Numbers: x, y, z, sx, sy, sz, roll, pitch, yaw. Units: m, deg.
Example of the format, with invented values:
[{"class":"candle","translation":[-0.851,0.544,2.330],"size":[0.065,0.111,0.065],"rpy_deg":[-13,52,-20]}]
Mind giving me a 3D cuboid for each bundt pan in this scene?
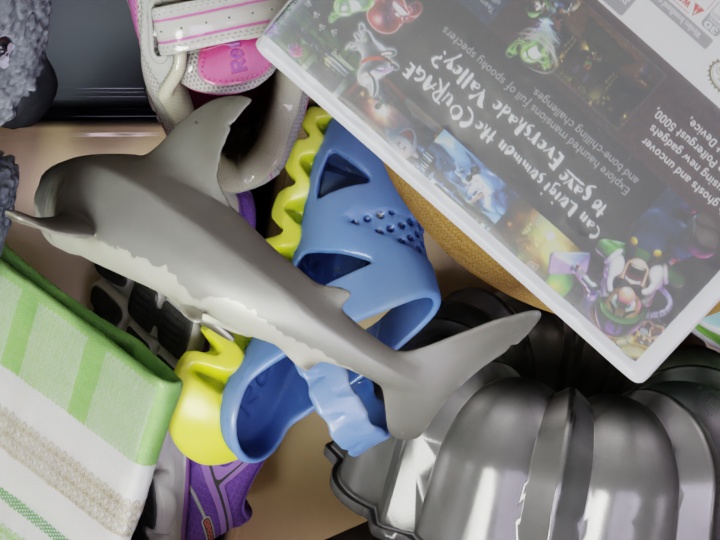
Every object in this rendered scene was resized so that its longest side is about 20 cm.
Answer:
[{"class":"bundt pan","translation":[0.087,0.065,1.193],"size":[0.201,0.202,0.076],"rpy_deg":[2,111,-18]}]

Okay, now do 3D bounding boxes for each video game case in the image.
[{"class":"video game case","translation":[0.092,-0.088,1.035],"size":[0.200,0.023,0.182],"rpy_deg":[41,104,-3]}]

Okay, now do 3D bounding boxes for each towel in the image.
[{"class":"towel","translation":[-0.154,0.092,1.179],"size":[0.031,0.149,0.201],"rpy_deg":[-19,137,-53]}]

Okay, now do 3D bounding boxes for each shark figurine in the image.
[{"class":"shark figurine","translation":[-0.045,-0.017,1.049],"size":[0.090,0.214,0.128],"rpy_deg":[-63,159,-3]}]

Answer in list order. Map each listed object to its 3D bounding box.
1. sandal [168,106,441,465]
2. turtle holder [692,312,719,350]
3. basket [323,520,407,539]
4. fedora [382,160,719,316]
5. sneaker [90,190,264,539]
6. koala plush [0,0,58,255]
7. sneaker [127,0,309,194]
[{"class":"sandal","translation":[0.000,0.000,1.145],"size":[0.079,0.087,0.201],"rpy_deg":[38,73,-59]},{"class":"turtle holder","translation":[0.184,-0.042,1.171],"size":[0.131,0.142,0.186],"rpy_deg":[21,153,-5]},{"class":"basket","translation":[0.044,0.168,1.199],"size":[0.200,0.180,0.137],"rpy_deg":[-29,146,-57]},{"class":"fedora","translation":[0.102,-0.077,1.093],"size":[0.199,0.082,0.202],"rpy_deg":[2,105,8]},{"class":"sneaker","translation":[-0.070,0.037,1.210],"size":[0.083,0.081,0.201],"rpy_deg":[-16,132,-32]},{"class":"koala plush","translation":[-0.188,-0.080,1.026],"size":[0.183,0.178,0.200],"rpy_deg":[35,113,-8]},{"class":"sneaker","translation":[-0.055,-0.115,1.086],"size":[0.081,0.088,0.201],"rpy_deg":[-17,126,-5]}]
